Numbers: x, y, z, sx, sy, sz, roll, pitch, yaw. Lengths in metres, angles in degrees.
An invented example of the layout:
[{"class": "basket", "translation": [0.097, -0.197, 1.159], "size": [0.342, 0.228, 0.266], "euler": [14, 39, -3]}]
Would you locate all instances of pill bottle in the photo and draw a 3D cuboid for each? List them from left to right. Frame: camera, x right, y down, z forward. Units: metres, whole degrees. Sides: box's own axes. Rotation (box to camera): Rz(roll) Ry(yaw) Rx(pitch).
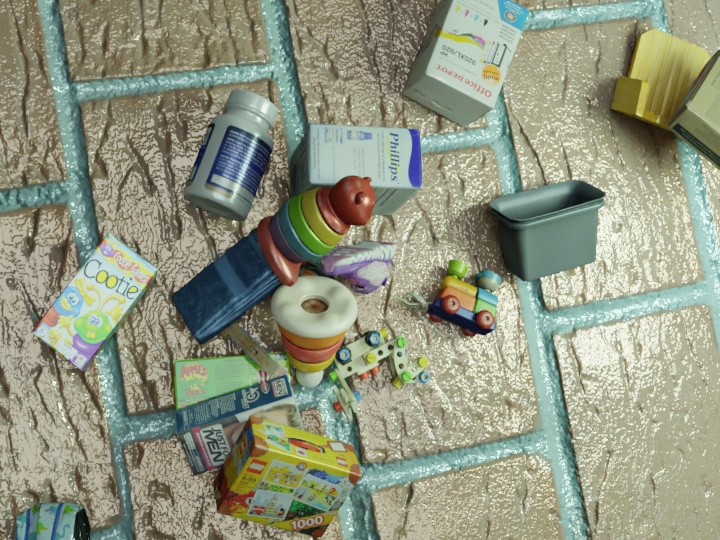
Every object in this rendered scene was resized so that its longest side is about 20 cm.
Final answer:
[{"class": "pill bottle", "translation": [-0.216, -0.200, 1.650], "size": [0.118, 0.120, 0.203], "euler": [22, 80, -10]}]

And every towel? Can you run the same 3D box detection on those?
[{"class": "towel", "translation": [-0.221, 0.025, 1.620], "size": [0.199, 0.049, 0.112], "euler": [-38, 65, 2]}]

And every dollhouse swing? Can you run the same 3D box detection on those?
[{"class": "dollhouse swing", "translation": [0.618, -0.360, 1.854], "size": [0.197, 0.182, 0.179], "euler": [18, 101, -11]}]

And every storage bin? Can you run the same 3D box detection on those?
[{"class": "storage bin", "translation": [0.343, -0.073, 1.776], "size": [0.196, 0.146, 0.137], "euler": [-14, 114, -15]}]

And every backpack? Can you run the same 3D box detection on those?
[{"class": "backpack", "translation": [-0.482, 0.465, 1.496], "size": [0.151, 0.163, 0.204], "euler": [14, 74, 3]}]

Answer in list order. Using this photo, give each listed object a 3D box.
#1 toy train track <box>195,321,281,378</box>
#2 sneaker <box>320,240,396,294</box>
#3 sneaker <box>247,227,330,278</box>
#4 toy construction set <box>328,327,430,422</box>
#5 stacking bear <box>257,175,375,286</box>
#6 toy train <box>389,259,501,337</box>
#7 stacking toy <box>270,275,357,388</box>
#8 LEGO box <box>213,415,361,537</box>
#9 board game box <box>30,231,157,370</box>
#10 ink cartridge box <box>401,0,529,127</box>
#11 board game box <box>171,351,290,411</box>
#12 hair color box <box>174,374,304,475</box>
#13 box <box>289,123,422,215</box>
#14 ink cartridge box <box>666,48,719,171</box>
[{"class": "toy train track", "translation": [-0.204, 0.112, 1.631], "size": [0.199, 0.033, 0.115], "euler": [41, 87, 24]}, {"class": "sneaker", "translation": [0.000, 0.000, 1.665], "size": [0.079, 0.199, 0.090], "euler": [9, 100, 28]}, {"class": "sneaker", "translation": [-0.113, -0.007, 1.675], "size": [0.199, 0.079, 0.074], "euler": [39, 78, -5]}, {"class": "toy construction set", "translation": [0.022, 0.178, 1.686], "size": [0.198, 0.092, 0.133], "euler": [-26, 91, -26]}, {"class": "stacking bear", "translation": [-0.060, -0.082, 1.552], "size": [0.198, 0.122, 0.114], "euler": [-30, 107, 25]}, {"class": "toy train", "translation": [0.160, 0.031, 1.740], "size": [0.197, 0.085, 0.117], "euler": [23, 69, -10]}, {"class": "stacking toy", "translation": [-0.084, 0.125, 1.624], "size": [0.143, 0.147, 0.203], "euler": [-3, 128, -14]}, {"class": "LEGO box", "translation": [-0.122, 0.341, 1.577], "size": [0.197, 0.078, 0.150], "euler": [20, 114, -26]}, {"class": "board game box", "translation": [-0.433, 0.053, 1.576], "size": [0.104, 0.103, 0.201], "euler": [37, 77, -7]}, {"class": "ink cartridge box", "translation": [0.191, -0.396, 1.758], "size": [0.145, 0.145, 0.203], "euler": [24, 80, -11]}, {"class": "board game box", "translation": [-0.219, 0.198, 1.641], "size": [0.196, 0.048, 0.104], "euler": [-3, 84, -14]}, {"class": "hair color box", "translation": [-0.198, 0.256, 1.587], "size": [0.196, 0.061, 0.101], "euler": [-18, 125, -5]}, {"class": "box", "translation": [-0.011, -0.171, 1.663], "size": [0.196, 0.184, 0.107], "euler": [2, 79, -14]}, {"class": "ink cartridge box", "translation": [0.681, -0.293, 1.774], "size": [0.164, 0.075, 0.201], "euler": [39, 61, 2]}]
